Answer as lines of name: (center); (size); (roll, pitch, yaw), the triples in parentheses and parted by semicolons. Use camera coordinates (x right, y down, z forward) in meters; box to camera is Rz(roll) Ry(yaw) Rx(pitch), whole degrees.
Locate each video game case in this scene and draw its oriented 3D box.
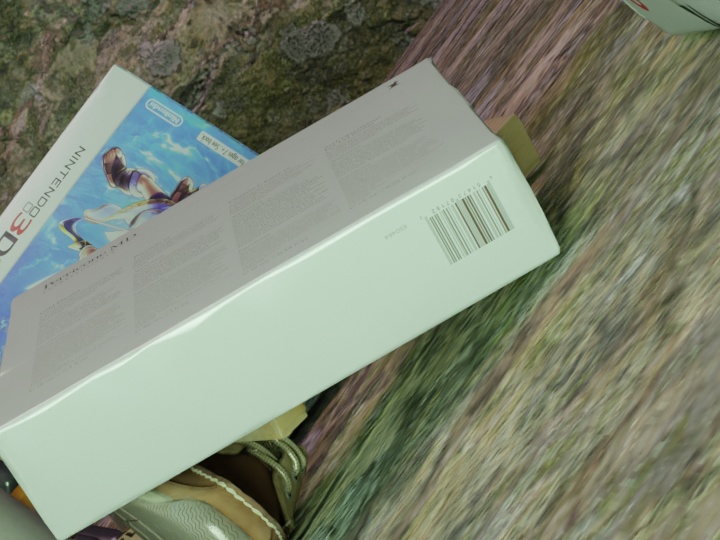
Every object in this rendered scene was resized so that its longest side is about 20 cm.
video game case: (-0.105, 0.015, 0.964); (0.182, 0.199, 0.045); (-54, -25, -7)

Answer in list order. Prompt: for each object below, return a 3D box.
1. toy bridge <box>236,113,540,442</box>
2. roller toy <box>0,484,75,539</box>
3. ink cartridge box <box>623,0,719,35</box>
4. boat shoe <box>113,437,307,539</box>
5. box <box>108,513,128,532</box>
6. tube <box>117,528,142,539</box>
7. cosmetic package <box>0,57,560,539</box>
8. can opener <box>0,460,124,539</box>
toy bridge: (0.000, 0.000, 0.762); (0.067, 0.027, 0.200); (-10, 27, 46)
roller toy: (-0.165, 0.177, 0.716); (0.200, 0.139, 0.182); (-52, 5, 3)
ink cartridge box: (0.089, -0.152, 0.586); (0.084, 0.144, 0.200); (-51, 6, 2)
boat shoe: (-0.060, 0.087, 0.755); (0.072, 0.076, 0.200); (-48, 9, -10)
box: (-0.124, 0.065, 1.104); (0.101, 0.113, 0.200); (-40, 2, 3)
tube: (-0.135, 0.176, 0.997); (0.058, 0.052, 0.200); (19, 59, 43)
cosmetic package: (-0.037, 0.003, 0.686); (0.199, 0.052, 0.151); (-30, 20, 3)
can opener: (-0.229, 0.166, 1.256); (0.199, 0.067, 0.053); (2, 3, 43)
